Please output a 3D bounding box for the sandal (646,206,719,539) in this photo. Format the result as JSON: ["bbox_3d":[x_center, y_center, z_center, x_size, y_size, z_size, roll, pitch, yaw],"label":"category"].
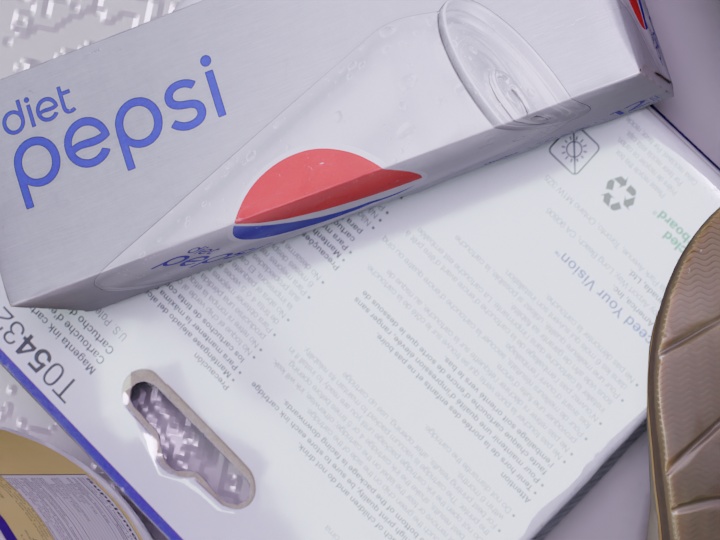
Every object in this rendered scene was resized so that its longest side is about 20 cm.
[{"bbox_3d":[0.117,0.069,0.768,0.080,0.054,0.200,1,93,-7],"label":"sandal"}]

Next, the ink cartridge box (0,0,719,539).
[{"bbox_3d":[0.000,0.000,0.830,0.196,0.043,0.200,45,100,13],"label":"ink cartridge box"}]

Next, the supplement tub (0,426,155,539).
[{"bbox_3d":[-0.135,0.115,0.776,0.145,0.200,0.146,-1,86,11],"label":"supplement tub"}]

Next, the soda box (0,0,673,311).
[{"bbox_3d":[-0.014,-0.050,0.782,0.200,0.063,0.068,-19,83,14],"label":"soda box"}]
